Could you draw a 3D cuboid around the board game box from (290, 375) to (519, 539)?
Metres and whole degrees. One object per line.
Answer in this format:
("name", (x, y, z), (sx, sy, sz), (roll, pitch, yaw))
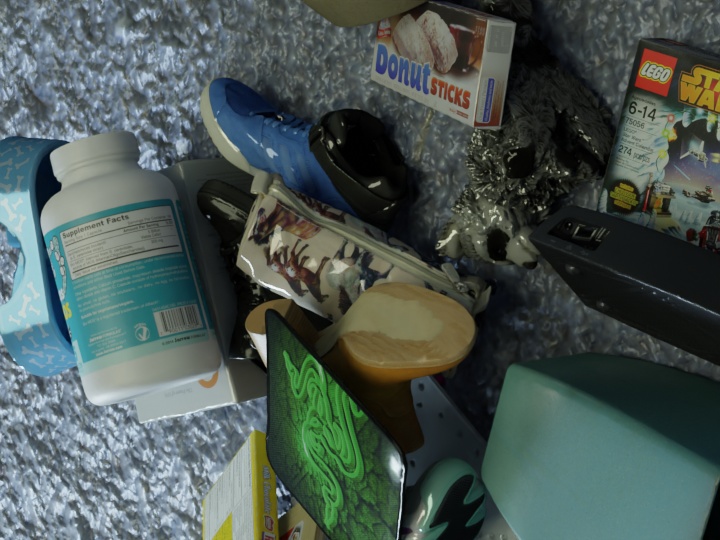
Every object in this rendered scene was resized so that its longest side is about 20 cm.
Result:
("board game box", (0.051, 0.198, 1.196), (0.200, 0.026, 0.200), (51, 126, 23))

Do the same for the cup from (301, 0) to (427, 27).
("cup", (0.000, -0.261, 1.079), (0.199, 0.200, 0.144), (-2, 122, 41))

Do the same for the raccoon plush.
("raccoon plush", (0.104, -0.099, 1.087), (0.134, 0.096, 0.201), (-43, 44, 49))

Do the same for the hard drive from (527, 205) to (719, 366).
("hard drive", (0.215, 0.022, 0.965), (0.199, 0.135, 0.042), (25, 81, 35))

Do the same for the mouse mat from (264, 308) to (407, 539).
("mouse mat", (-0.021, 0.136, 1.073), (0.161, 0.008, 0.201), (45, 149, 31))

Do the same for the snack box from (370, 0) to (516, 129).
("snack box", (0.055, -0.154, 1.075), (0.200, 0.024, 0.072), (-141, 55, -65))

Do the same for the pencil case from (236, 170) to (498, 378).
("pencil case", (0.000, 0.000, 1.122), (0.199, 0.078, 0.090), (27, 129, 2))

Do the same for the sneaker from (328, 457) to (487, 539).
("sneaker", (0.017, 0.178, 1.124), (0.140, 0.078, 0.201), (42, 142, 29))

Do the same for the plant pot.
("plant pot", (0.185, 0.140, 1.003), (0.200, 0.141, 0.142), (31, 116, 44))

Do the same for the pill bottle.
("pill bottle", (-0.184, -0.003, 1.182), (0.110, 0.110, 0.201), (-20, 83, 41))

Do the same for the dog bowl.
("dog bowl", (-0.251, -0.014, 1.244), (0.049, 0.111, 0.201), (-7, 92, 29))

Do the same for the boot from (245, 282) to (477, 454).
("boot", (0.021, 0.081, 1.090), (0.200, 0.071, 0.144), (1, 138, 37))

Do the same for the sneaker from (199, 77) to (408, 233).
("sneaker", (-0.039, -0.105, 1.189), (0.200, 0.077, 0.111), (51, 131, 18))

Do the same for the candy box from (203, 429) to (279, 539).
("candy box", (-0.100, 0.239, 1.260), (0.102, 0.026, 0.201), (-51, 28, 32))

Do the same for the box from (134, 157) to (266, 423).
("box", (-0.136, 0.016, 1.280), (0.124, 0.097, 0.201), (-15, 87, 41))

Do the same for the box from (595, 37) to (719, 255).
("box", (0.254, -0.058, 0.971), (0.199, 0.040, 0.138), (25, 111, 36))

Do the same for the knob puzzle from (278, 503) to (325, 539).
("knob puzzle", (-0.074, 0.297, 1.227), (0.220, 0.030, 0.220), (-53, 22, 32))

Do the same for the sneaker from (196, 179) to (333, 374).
("sneaker", (-0.074, 0.029, 1.195), (0.200, 0.104, 0.060), (43, 162, -13))
